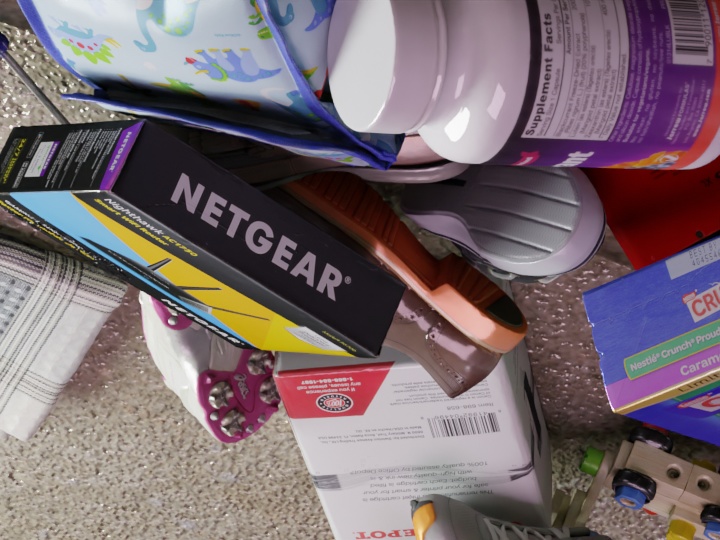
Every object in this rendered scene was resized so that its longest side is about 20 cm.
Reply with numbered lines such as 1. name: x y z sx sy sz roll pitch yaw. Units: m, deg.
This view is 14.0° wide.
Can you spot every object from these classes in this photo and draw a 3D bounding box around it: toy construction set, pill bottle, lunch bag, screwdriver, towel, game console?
1. toy construction set: 0.209 0.166 1.948 0.200 0.092 0.131 9 157 -3
2. pill bottle: 0.090 -0.109 1.503 0.200 0.112 0.111 1 144 -25
3. lunch bag: -0.077 -0.133 1.562 0.170 0.128 0.200 13 151 26
4. screwdriver: -0.198 -0.119 1.697 0.028 0.029 0.200 -17 139 25
5. towel: -0.274 0.035 1.882 0.192 0.035 0.200 21 139 -18
6. game console: 0.240 -0.072 1.629 0.200 0.119 0.172 -30 93 35

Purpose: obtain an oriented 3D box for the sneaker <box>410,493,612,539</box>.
1. sneaker: 0.110 0.183 1.869 0.092 0.076 0.200 -29 140 23

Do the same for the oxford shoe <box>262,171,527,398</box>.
1. oxford shoe: 0.000 0.000 1.735 0.200 0.071 0.073 39 112 0

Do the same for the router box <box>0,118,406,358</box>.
1. router box: -0.094 -0.017 1.659 0.200 0.051 0.149 32 163 -30

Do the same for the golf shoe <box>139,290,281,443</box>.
1. golf shoe: -0.112 0.013 1.805 0.091 0.075 0.200 26 137 48

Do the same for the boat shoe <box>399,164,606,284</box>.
1. boat shoe: 0.096 -0.028 1.676 0.071 0.072 0.200 35 176 -25

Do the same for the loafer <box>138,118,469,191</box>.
1. loafer: -0.034 -0.089 1.674 0.200 0.072 0.063 -1 141 5

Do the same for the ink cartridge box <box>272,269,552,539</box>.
1. ink cartridge box: 0.038 0.091 1.874 0.144 0.084 0.200 -5 139 11

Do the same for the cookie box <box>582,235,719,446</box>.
1. cookie box: 0.241 0.031 1.634 0.171 0.075 0.200 -23 159 23
